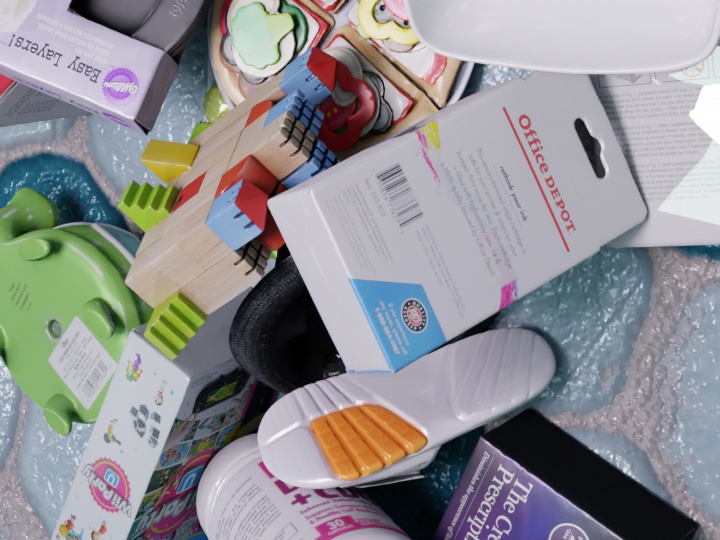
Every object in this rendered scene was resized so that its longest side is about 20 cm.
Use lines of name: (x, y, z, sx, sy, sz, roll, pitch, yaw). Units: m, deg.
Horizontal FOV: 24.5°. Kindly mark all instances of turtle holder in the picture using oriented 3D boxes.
turtle holder: (-0.210, 0.029, 1.246, 0.184, 0.131, 0.142, 19, 111, 30)

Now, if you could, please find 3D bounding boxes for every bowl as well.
bowl: (0.118, -0.218, 0.927, 0.198, 0.075, 0.202, 8, 120, 27)

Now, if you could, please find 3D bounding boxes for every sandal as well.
sandal: (0.035, 0.103, 1.107, 0.205, 0.059, 0.080, -18, 54, 2)

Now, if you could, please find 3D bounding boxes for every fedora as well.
fedora: (0.000, 0.000, 1.104, 0.200, 0.199, 0.092, -40, 47, 33)

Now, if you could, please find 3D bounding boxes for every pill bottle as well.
pill bottle: (-0.037, 0.191, 1.129, 0.200, 0.112, 0.115, -145, 58, -60)

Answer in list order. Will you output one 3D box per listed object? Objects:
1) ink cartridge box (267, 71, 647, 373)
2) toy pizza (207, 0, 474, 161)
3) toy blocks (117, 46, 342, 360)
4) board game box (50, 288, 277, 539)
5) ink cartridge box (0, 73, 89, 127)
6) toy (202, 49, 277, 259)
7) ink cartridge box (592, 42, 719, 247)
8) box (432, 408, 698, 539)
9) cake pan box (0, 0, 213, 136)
ink cartridge box: (0.060, -0.035, 0.982, 0.116, 0.199, 0.068, 65, 156, -7)
toy pizza: (-0.016, -0.166, 1.106, 0.198, 0.032, 0.203, 1, 92, 21)
toy blocks: (-0.067, -0.055, 1.041, 0.136, 0.201, 0.100, -33, 115, 32)
board game box: (-0.134, 0.124, 1.205, 0.064, 0.147, 0.201, 34, 117, 21)
ink cartridge box: (-0.281, -0.210, 1.217, 0.084, 0.175, 0.201, -36, 80, 35)
toy: (-0.074, -0.105, 1.177, 0.114, 0.047, 0.202, 8, 105, 31)
ink cartridge box: (0.231, -0.105, 0.973, 0.198, 0.045, 0.178, -1, 100, 34)
box: (0.112, 0.218, 1.102, 0.141, 0.079, 0.201, 32, 116, 22)
cake pan box: (-0.191, -0.211, 1.125, 0.198, 0.052, 0.186, 24, 88, 9)
